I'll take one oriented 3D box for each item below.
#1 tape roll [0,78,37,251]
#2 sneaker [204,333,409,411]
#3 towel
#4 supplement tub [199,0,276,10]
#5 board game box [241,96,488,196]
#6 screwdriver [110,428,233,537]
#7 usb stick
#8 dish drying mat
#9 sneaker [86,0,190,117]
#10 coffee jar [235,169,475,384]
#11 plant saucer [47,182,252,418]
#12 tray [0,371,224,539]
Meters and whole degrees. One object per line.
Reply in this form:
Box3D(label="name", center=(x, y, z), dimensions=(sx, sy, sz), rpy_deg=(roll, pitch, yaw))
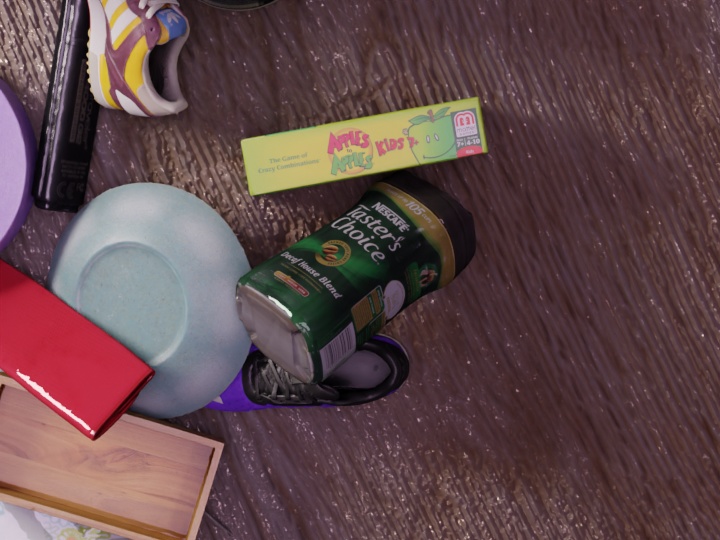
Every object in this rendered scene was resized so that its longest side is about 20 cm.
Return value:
Box3D(label="tape roll", center=(-0.376, -0.090, 1.282), dimensions=(0.197, 0.066, 0.203), rpy_deg=(0, 93, -3))
Box3D(label="sneaker", center=(-0.054, 0.084, 1.292), dimensions=(0.197, 0.100, 0.071), rpy_deg=(-5, 93, -2))
Box3D(label="towel", center=(-0.299, 0.199, 1.316), dimensions=(0.171, 0.048, 0.200), rpy_deg=(-41, 95, 1))
Box3D(label="supplement tub", center=(-0.100, -0.284, 1.214), dimensions=(0.138, 0.200, 0.143), rpy_deg=(0, 95, -3))
Box3D(label="board game box", center=(0.001, -0.104, 1.282), dimensions=(0.197, 0.102, 0.048), rpy_deg=(-11, 94, -2))
Box3D(label="screwdriver", center=(-0.187, 0.171, 1.331), dimensions=(0.029, 0.028, 0.200), rpy_deg=(-32, 108, 35))
Box3D(label="usb stick", center=(-0.243, -0.151, 1.292), dimensions=(0.032, 0.055, 0.203), rpy_deg=(12, 94, 32))
Box3D(label="dish drying mat", center=(-0.262, 0.063, 1.263), dimensions=(0.199, 0.018, 0.077), rpy_deg=(32, 68, 28))
Box3D(label="sneaker", center=(-0.181, -0.225, 1.246), dimensions=(0.089, 0.075, 0.202), rpy_deg=(12, 122, 32))
Box3D(label="coffee jar", center=(0.000, 0.000, 1.256), dimensions=(0.199, 0.104, 0.086), rpy_deg=(-36, 139, -28))
Box3D(label="plant saucer", center=(-0.185, 0.029, 1.279), dimensions=(0.198, 0.039, 0.204), rpy_deg=(2, 97, 19))
Box3D(label="tray", center=(-0.224, 0.163, 1.282), dimensions=(0.198, 0.037, 0.100), rpy_deg=(18, 89, -7))
